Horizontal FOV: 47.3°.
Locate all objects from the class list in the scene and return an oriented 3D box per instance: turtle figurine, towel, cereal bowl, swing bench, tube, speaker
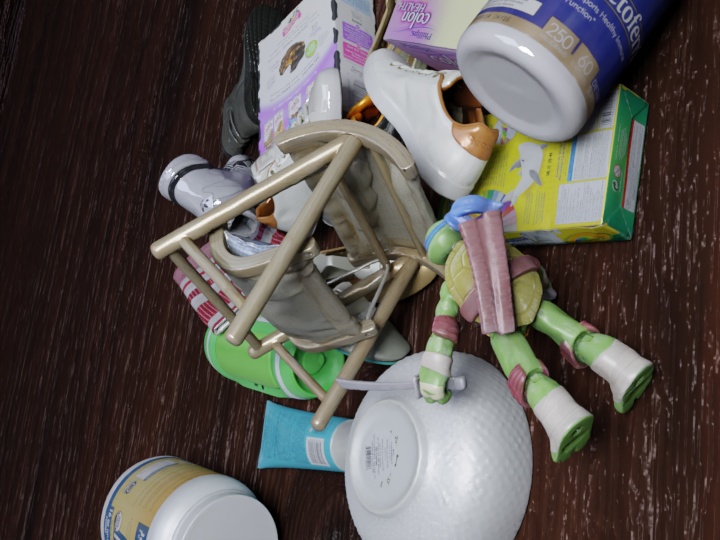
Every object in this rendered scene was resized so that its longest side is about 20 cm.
[{"bbox_3d":[0.115,0.061,0.646,0.194,0.143,0.202,45,122,34],"label":"turtle figurine"},{"bbox_3d":[-0.161,-0.007,1.038,0.144,0.023,0.200,-44,31,-6],"label":"towel"},{"bbox_3d":[0.050,0.166,0.717,0.199,0.082,0.204,-23,60,46],"label":"cereal bowl"},{"bbox_3d":[-0.031,-0.003,0.705,0.200,0.200,0.130,-43,55,-9],"label":"swing bench"},{"bbox_3d":[-0.063,0.183,0.892,0.199,0.050,0.079,-10,65,56],"label":"tube"},{"bbox_3d":[-0.103,0.093,0.944,0.199,0.088,0.090,4,80,53],"label":"speaker"}]

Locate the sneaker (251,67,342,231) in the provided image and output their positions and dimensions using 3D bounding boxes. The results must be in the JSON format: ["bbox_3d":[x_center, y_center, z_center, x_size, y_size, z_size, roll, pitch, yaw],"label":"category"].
[{"bbox_3d":[-0.071,-0.125,0.889,0.073,0.083,0.202,-102,24,-53],"label":"sneaker"}]

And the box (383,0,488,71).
[{"bbox_3d":[0.137,-0.284,0.764,0.175,0.096,0.203,29,100,53],"label":"box"}]

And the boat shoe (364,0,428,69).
[{"bbox_3d":[0.055,-0.296,0.892,0.071,0.075,0.203,12,86,54],"label":"boat shoe"}]

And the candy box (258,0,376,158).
[{"bbox_3d":[-0.055,-0.230,1.015,0.167,0.071,0.203,-28,56,44],"label":"candy box"}]

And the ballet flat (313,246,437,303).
[{"bbox_3d":[0.000,0.000,0.861,0.199,0.062,0.070,-14,63,49],"label":"ballet flat"}]

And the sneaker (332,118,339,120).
[{"bbox_3d":[0.002,-0.076,0.787,0.075,0.200,0.085,37,93,21],"label":"sneaker"}]

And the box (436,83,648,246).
[{"bbox_3d":[0.146,-0.081,0.715,0.198,0.048,0.119,0,75,51],"label":"box"}]

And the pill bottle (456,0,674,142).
[{"bbox_3d":[0.172,-0.209,0.632,0.201,0.116,0.115,-52,36,-10],"label":"pill bottle"}]

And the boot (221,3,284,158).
[{"bbox_3d":[-0.164,-0.272,1.185,0.130,0.067,0.203,-27,55,52],"label":"boot"}]

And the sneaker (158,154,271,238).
[{"bbox_3d":[-0.148,-0.084,1.018,0.115,0.199,0.076,40,110,21],"label":"sneaker"}]

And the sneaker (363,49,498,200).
[{"bbox_3d":[0.069,-0.156,0.744,0.085,0.072,0.201,-55,44,29],"label":"sneaker"}]

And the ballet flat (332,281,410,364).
[{"bbox_3d":[-0.036,0.035,0.840,0.198,0.067,0.065,20,120,30],"label":"ballet flat"}]

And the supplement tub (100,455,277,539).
[{"bbox_3d":[-0.196,0.298,0.935,0.199,0.143,0.147,-2,75,52],"label":"supplement tub"}]

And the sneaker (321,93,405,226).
[{"bbox_3d":[0.003,-0.135,0.898,0.201,0.076,0.079,-55,42,26],"label":"sneaker"}]
